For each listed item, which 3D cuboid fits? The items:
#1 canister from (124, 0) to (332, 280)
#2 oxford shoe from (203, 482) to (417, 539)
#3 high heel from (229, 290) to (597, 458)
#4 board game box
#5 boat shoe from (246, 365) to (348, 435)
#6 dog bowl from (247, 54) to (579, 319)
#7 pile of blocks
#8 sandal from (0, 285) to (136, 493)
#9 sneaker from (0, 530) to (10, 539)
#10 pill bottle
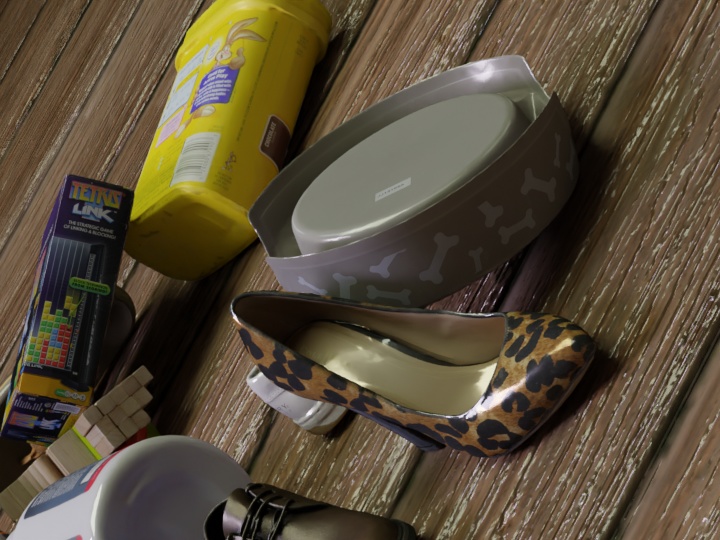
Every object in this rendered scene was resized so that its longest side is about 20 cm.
[{"bbox_3d":[-0.104,-0.106,1.896,0.149,0.086,0.200,-34,33,52],"label":"canister"},{"bbox_3d":[-0.035,0.154,1.348,0.200,0.084,0.073,-10,50,63],"label":"oxford shoe"},{"bbox_3d":[0.023,0.038,1.280,0.200,0.142,0.071,-27,37,58],"label":"high heel"},{"bbox_3d":[-0.221,0.035,1.851,0.200,0.057,0.166,132,148,-72],"label":"board game box"},{"bbox_3d":[0.000,0.000,1.503,0.200,0.069,0.071,-59,16,-2],"label":"boat shoe"},{"bbox_3d":[0.033,-0.043,1.395,0.200,0.059,0.200,-27,21,11],"label":"dog bowl"},{"bbox_3d":[-0.193,0.143,1.810,0.082,0.062,0.200,-37,-3,-46],"label":"pile of blocks"},{"bbox_3d":[-0.240,0.102,1.971,0.200,0.080,0.054,-55,41,0],"label":"sandal"},{"bbox_3d":[-0.281,0.215,1.805,0.200,0.112,0.078,24,84,45],"label":"sneaker"},{"bbox_3d":[-0.150,0.178,1.546,0.200,0.120,0.120,-27,38,58],"label":"pill bottle"}]
